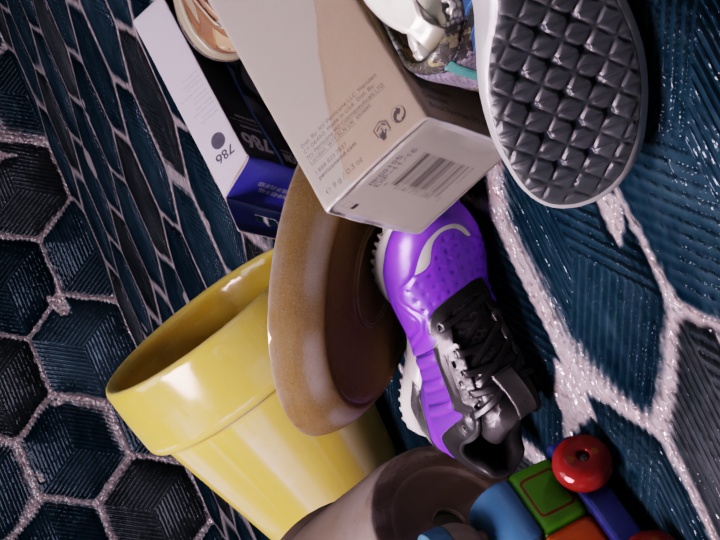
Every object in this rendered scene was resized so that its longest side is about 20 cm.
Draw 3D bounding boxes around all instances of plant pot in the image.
[{"bbox_3d":[0.035,0.214,1.098,0.201,0.198,0.174,59,148,28],"label":"plant pot"},{"bbox_3d":[-0.075,0.111,1.315,0.190,0.200,0.201,54,168,-13],"label":"plant pot"},{"bbox_3d":[0.000,0.000,0.953,0.027,0.201,0.202,8,132,21],"label":"plant pot"}]

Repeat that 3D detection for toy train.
[{"bbox_3d":[0.121,0.192,0.853,0.201,0.115,0.085,56,162,38],"label":"toy train"}]

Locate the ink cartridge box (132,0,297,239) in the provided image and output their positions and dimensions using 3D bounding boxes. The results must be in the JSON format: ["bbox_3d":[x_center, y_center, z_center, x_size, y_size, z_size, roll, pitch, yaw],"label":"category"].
[{"bbox_3d":[-0.095,-0.114,1.228,0.099,0.039,0.201,11,-133,-59],"label":"ink cartridge box"}]

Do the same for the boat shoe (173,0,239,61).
[{"bbox_3d":[-0.121,-0.252,1.169,0.201,0.075,0.074,61,161,-8],"label":"boat shoe"}]

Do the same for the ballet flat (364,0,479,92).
[{"bbox_3d":[0.011,-0.172,0.799,0.201,0.071,0.072,60,163,25],"label":"ballet flat"}]

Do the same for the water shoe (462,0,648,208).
[{"bbox_3d":[0.076,-0.127,0.685,0.079,0.071,0.202,-80,-25,-63],"label":"water shoe"}]

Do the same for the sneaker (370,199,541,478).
[{"bbox_3d":[0.067,0.045,0.944,0.099,0.069,0.201,43,155,41],"label":"sneaker"}]

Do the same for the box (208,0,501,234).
[{"bbox_3d":[-0.012,-0.125,0.864,0.095,0.078,0.201,9,-134,-55],"label":"box"}]
